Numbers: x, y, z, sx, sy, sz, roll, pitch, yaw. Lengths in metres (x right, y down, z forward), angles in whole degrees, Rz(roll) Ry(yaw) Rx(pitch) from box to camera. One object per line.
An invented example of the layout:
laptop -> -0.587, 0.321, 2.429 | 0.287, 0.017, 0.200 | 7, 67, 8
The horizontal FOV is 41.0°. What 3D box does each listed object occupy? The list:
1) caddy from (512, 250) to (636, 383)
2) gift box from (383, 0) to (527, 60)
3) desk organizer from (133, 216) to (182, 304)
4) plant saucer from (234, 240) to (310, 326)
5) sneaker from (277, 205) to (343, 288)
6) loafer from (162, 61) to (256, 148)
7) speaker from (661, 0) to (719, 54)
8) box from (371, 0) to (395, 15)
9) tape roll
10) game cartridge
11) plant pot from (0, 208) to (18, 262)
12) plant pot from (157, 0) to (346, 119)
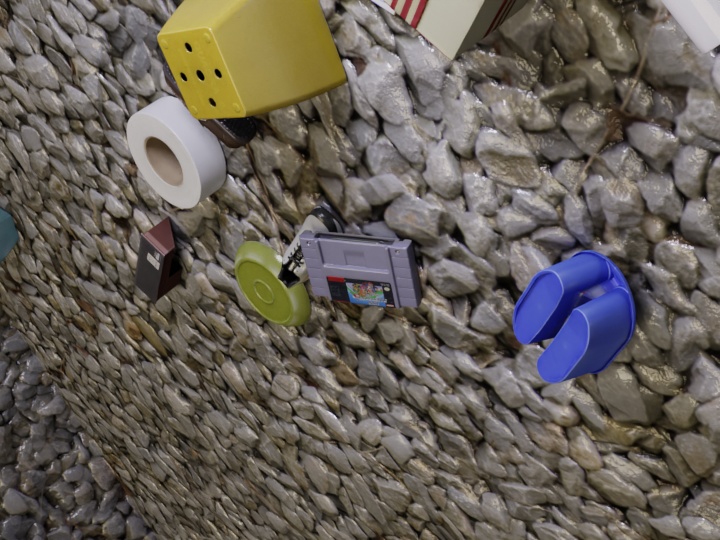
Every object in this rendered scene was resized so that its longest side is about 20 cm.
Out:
caddy -> 0.298, 0.064, 1.320 | 0.142, 0.104, 0.201 | 60, 152, 25
gift box -> 0.117, -0.358, 1.034 | 0.184, 0.200, 0.187 | 39, 144, 6
desk organizer -> -0.430, -0.021, 2.080 | 0.072, 0.077, 0.200 | 42, 145, 10
plant saucer -> -0.182, 0.035, 1.896 | 0.199, 0.031, 0.201 | 29, 141, 27
sneaker -> -0.090, -0.034, 1.684 | 0.074, 0.080, 0.201 | 42, 144, 13
loafer -> -0.267, -0.279, 1.648 | 0.200, 0.073, 0.071 | 48, 145, 3
speaker -> 0.313, -0.315, 0.951 | 0.200, 0.081, 0.081 | 51, 146, -3
box -> 0.022, -0.420, 1.216 | 0.119, 0.041, 0.201 | 37, 142, 18
tape roll -> -0.343, -0.218, 1.797 | 0.201, 0.071, 0.204 | 29, 141, 26
game cartridge -> 0.000, 0.000, 1.608 | 0.198, 0.038, 0.131 | 6, 125, 25
plant pot -> -1.037, -0.083, 2.598 | 0.141, 0.200, 0.142 | 28, 142, 28
plant pot -> -0.174, -0.323, 1.409 | 0.199, 0.176, 0.201 | 8, 128, 45
